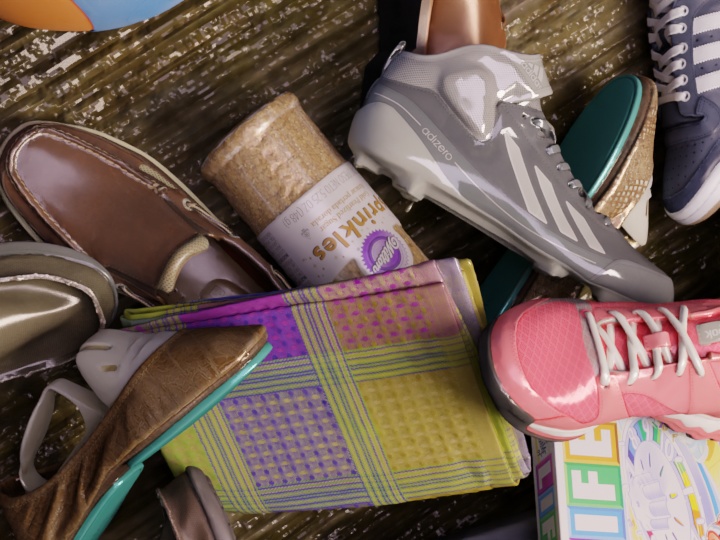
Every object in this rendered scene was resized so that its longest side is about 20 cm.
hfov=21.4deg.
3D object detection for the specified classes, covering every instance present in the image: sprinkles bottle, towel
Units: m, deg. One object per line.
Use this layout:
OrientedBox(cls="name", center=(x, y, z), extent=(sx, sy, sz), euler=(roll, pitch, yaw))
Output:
OrientedBox(cls="sprinkles bottle", center=(0.000, 0.000, 1.025), extent=(0.068, 0.068, 0.200), euler=(-40, 89, -13))
OrientedBox(cls="towel", center=(-0.018, 0.065, 0.983), extent=(0.198, 0.023, 0.144), euler=(-10, 122, 20))

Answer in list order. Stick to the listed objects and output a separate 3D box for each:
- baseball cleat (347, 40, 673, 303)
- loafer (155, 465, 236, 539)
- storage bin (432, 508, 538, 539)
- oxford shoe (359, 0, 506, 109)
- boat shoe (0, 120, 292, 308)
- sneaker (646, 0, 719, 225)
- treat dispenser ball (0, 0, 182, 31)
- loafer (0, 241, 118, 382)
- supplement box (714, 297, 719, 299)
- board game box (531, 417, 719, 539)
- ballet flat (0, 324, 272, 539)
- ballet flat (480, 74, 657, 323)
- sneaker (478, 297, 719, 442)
OrientedBox(cls="baseball cleat", center=(0.095, -0.053, 1.010), extent=(0.199, 0.070, 0.107), euler=(28, 91, -10))
OrientedBox(cls="loafer", center=(-0.097, 0.204, 1.004), extent=(0.070, 0.073, 0.202), euler=(-4, 101, -13))
OrientedBox(cls="storage bin", center=(0.081, 0.208, 1.045), extent=(0.198, 0.145, 0.135), euler=(-15, 85, -17))
OrientedBox(cls="oxford shoe", center=(0.051, -0.152, 1.063), extent=(0.071, 0.071, 0.202), euler=(7, 99, -22))
OrientedBox(cls="boat shoe", center=(-0.101, -0.013, 1.008), extent=(0.202, 0.075, 0.075), euler=(34, 81, -15))
OrientedBox(cls="sneaker", center=(0.186, -0.135, 1.102), extent=(0.108, 0.070, 0.201), euler=(24, 79, -19))
OrientedBox(cls="treat dispenser ball", center=(-0.141, -0.217, 0.927), extent=(0.199, 0.201, 0.203), euler=(0, 91, -18))
OrientedBox(cls="loafer", center=(-0.218, 0.041, 0.964), extent=(0.198, 0.070, 0.076), euler=(-13, 126, -11))
OrientedBox(cls="supplement box", center=(0.275, 0.071, 1.131), extent=(0.198, 0.073, 0.127), euler=(-10, 93, -17))
OrientedBox(cls="board game box", center=(0.160, 0.134, 1.004), extent=(0.133, 0.034, 0.202), euler=(4, 67, -15))
OrientedBox(cls="ballet flat", center=(-0.126, 0.076, 0.968), extent=(0.072, 0.200, 0.068), euler=(45, 33, 3))
OrientedBox(cls="ballet flat", center=(0.123, -0.015, 1.090), extent=(0.065, 0.070, 0.201), euler=(33, 89, -25))
OrientedBox(cls="sneaker", center=(0.147, 0.037, 0.948), extent=(0.199, 0.087, 0.074), euler=(4, 65, -35))
